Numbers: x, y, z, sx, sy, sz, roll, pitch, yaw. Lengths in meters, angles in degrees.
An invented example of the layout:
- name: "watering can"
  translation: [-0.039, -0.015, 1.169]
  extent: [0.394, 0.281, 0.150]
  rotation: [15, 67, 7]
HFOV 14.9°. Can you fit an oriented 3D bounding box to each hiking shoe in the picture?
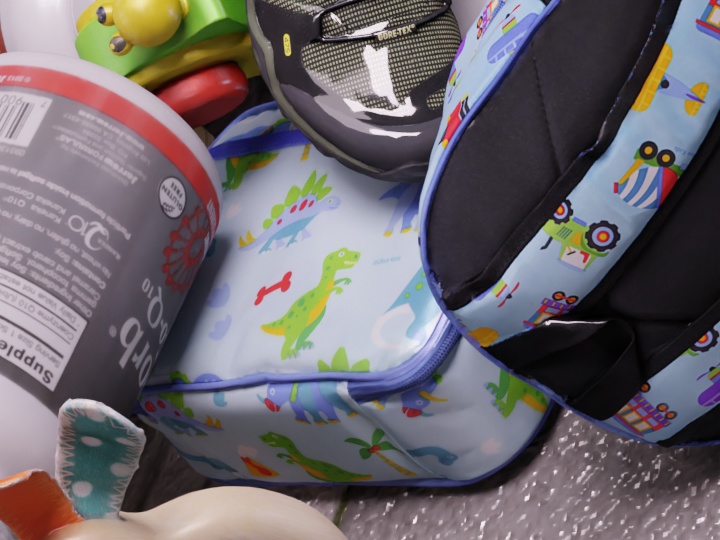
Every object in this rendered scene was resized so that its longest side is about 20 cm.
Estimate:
- name: "hiking shoe"
  translation: [-0.011, -0.128, 0.990]
  extent: [0.075, 0.101, 0.201]
  rotation: [-19, 69, -12]

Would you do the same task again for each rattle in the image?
- name: "rattle"
  translation: [-0.085, 0.094, 0.959]
  extent: [0.130, 0.200, 0.143]
  rotation: [-40, 34, 15]

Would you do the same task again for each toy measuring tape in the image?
- name: "toy measuring tape"
  translation: [-0.065, -0.087, 1.086]
  extent: [0.074, 0.074, 0.200]
  rotation: [-44, -11, 8]

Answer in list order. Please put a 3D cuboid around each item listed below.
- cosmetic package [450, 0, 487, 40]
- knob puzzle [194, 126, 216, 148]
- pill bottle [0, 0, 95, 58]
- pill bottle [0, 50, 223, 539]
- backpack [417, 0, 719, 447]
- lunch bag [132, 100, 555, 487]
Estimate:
- name: "cosmetic package"
  translation: [0.073, -0.131, 1.065]
  extent: [0.112, 0.082, 0.199]
  rotation: [-21, 14, -41]
- name: "knob puzzle"
  translation: [-0.129, 0.017, 1.246]
  extent: [0.219, 0.030, 0.221]
  rotation: [-32, 37, 27]
- name: "pill bottle"
  translation: [-0.130, -0.113, 1.256]
  extent: [0.200, 0.112, 0.113]
  rotation: [-1, 56, 58]
- name: "pill bottle"
  translation: [-0.135, 0.029, 1.002]
  extent: [0.115, 0.116, 0.201]
  rotation: [-12, 44, 44]
- name: "backpack"
  translation: [0.113, -0.052, 0.904]
  extent: [0.200, 0.182, 0.135]
  rotation: [-53, 23, 18]
- name: "lunch bag"
  translation: [0.000, 0.000, 1.066]
  extent: [0.199, 0.082, 0.161]
  rotation: [-5, 51, 47]
